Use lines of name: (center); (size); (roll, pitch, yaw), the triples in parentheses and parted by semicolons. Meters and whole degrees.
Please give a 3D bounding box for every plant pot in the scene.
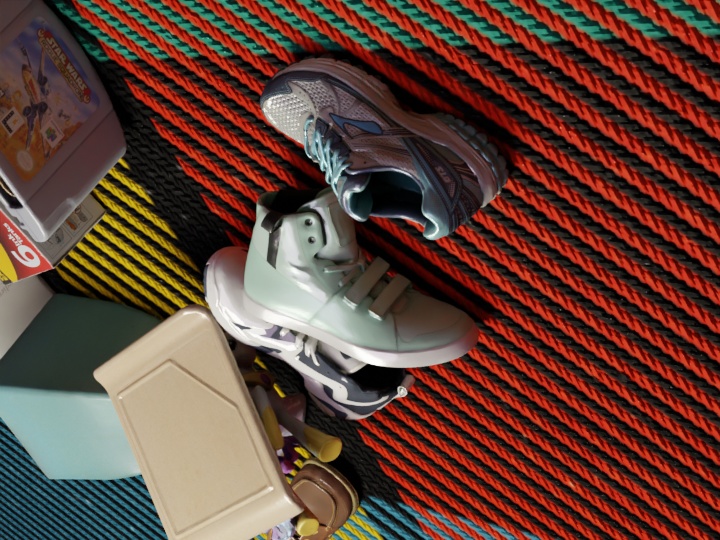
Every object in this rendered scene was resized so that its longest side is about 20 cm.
plant pot: (-0.247, 0.121, 1.822); (0.199, 0.142, 0.142); (0, 133, 41)

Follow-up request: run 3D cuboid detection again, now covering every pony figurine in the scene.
pony figurine: (-0.098, 0.148, 1.652); (0.200, 0.165, 0.194); (56, 144, 39)

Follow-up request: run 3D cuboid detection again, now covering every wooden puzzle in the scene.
wooden puzzle: (-0.141, 0.145, 1.584); (0.185, 0.037, 0.201); (-32, 83, 46)

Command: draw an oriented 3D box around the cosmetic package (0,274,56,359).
cosmetic package: (-0.443, 0.046, 1.918); (0.200, 0.167, 0.167); (51, 150, -21)

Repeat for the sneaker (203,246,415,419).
sneaker: (-0.033, 0.047, 1.505); (0.199, 0.080, 0.129); (50, 149, -17)

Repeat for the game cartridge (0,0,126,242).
game cartridge: (-0.277, -0.141, 1.478); (0.041, 0.133, 0.201); (6, 137, 47)

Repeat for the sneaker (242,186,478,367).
sneaker: (0.000, 0.000, 1.407); (0.199, 0.074, 0.119); (15, 124, 17)

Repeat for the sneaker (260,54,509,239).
sneaker: (0.001, -0.085, 1.265); (0.199, 0.086, 0.078); (24, 147, 28)

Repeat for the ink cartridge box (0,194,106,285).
ink cartridge box: (-0.366, -0.088, 1.718); (0.200, 0.084, 0.175); (49, 152, -16)

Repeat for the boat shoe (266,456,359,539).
boat shoe: (-0.054, 0.252, 1.835); (0.072, 0.068, 0.200); (37, 152, 6)
